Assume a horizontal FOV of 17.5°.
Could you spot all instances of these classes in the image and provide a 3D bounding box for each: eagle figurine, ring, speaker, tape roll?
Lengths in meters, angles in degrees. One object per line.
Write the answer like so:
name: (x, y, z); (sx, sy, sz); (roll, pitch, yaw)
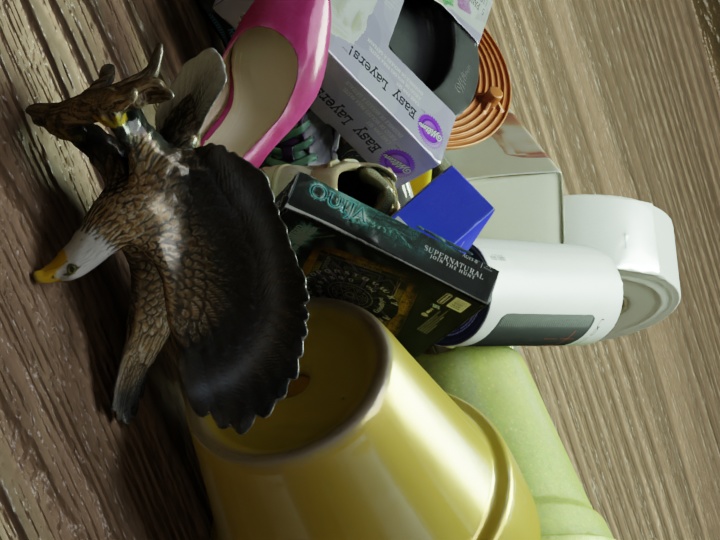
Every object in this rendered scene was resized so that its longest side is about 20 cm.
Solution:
eagle figurine: (-0.115, -0.016, 1.327); (0.200, 0.151, 0.152); (61, 12, -16)
ring: (0.029, -0.174, 1.793); (0.200, 0.019, 0.201); (18, 45, -19)
speaker: (0.115, 0.016, 1.730); (0.200, 0.081, 0.081); (3, 76, -56)
tape roll: (0.182, 0.002, 2.065); (0.202, 0.202, 0.071); (43, 41, -61)

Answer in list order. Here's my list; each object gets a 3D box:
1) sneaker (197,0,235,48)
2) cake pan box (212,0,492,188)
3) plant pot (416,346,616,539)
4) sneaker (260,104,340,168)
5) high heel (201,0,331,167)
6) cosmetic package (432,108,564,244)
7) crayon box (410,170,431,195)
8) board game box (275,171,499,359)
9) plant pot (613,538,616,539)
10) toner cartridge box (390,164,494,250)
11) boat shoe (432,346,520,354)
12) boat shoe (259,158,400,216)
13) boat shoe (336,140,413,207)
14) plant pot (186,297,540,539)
sneaker: (-0.071, -0.228, 1.673); (0.200, 0.073, 0.082); (-64, 144, -45)
cake pan box: (0.001, -0.181, 1.615); (0.200, 0.052, 0.184); (45, 43, -24)
plant pot: (0.082, 0.161, 1.733); (0.200, 0.200, 0.185); (45, 27, -59)
sneaker: (-0.052, -0.070, 1.596); (0.088, 0.074, 0.200); (58, 29, -63)
high heel: (-0.079, -0.107, 1.463); (0.200, 0.067, 0.096); (-60, 168, 2)
cosmetic package: (0.099, -0.065, 1.902); (0.200, 0.087, 0.104); (-115, -159, -64)
crayon box: (0.025, -0.051, 1.791); (0.127, 0.051, 0.200); (98, -2, -45)
board game box: (-0.015, 0.012, 1.427); (0.200, 0.135, 0.028); (-41, -155, 62)
plant pot: (0.158, 0.291, 1.904); (0.200, 0.187, 0.188); (13, 66, -85)
toner cartridge box: (0.019, 0.011, 1.552); (0.043, 0.095, 0.200); (47, -26, 8)
boat shoe: (0.094, 0.052, 1.980); (0.202, 0.072, 0.060); (56, 24, -57)
boat shoe: (-0.006, -0.039, 1.524); (0.200, 0.065, 0.072); (9, 74, -69)
boat shoe: (0.000, 0.000, 1.678); (0.057, 0.067, 0.200); (-54, 151, -53)
plant pot: (-0.012, 0.124, 1.408); (0.201, 0.200, 0.189); (-83, 156, -44)
